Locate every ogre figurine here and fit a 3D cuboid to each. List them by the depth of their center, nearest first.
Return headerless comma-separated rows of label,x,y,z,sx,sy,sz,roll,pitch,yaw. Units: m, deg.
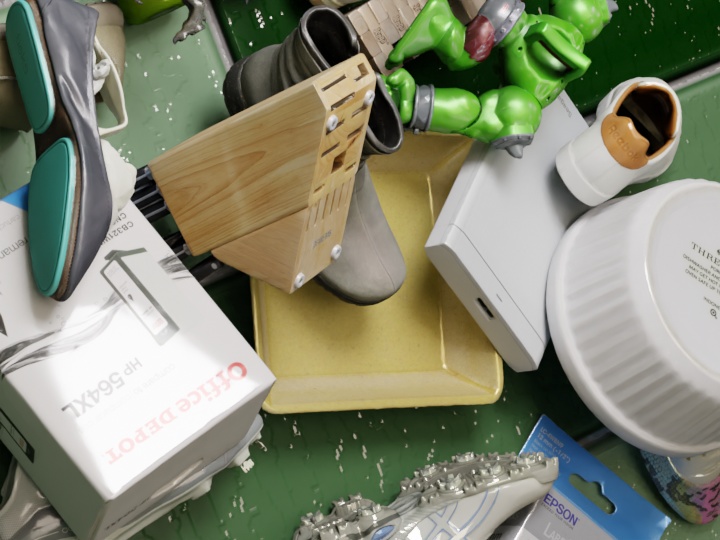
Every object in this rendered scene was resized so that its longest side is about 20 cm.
ogre figurine,0.099,-0.164,1.509,0.120,0.098,0.201,35,54,-4

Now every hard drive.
hard drive,0.121,-0.045,1.564,0.132,0.027,0.201,52,46,-30

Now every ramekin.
ramekin,0.240,0.027,1.550,0.201,0.094,0.204,13,64,-27

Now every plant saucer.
plant saucer,0.000,0.000,1.518,0.199,0.048,0.202,0,81,-30

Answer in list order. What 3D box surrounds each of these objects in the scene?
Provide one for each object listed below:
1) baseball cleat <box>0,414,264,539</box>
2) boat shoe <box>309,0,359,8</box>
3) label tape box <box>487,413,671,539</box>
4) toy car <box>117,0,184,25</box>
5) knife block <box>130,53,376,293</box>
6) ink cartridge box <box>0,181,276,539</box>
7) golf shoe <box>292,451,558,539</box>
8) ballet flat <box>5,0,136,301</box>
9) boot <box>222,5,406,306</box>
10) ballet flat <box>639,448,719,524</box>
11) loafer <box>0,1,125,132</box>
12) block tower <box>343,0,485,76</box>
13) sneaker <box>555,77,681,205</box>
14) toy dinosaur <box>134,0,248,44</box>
baseball cleat,-0.154,0.124,1.397,0.200,0.070,0.107,-36,94,-33
boat shoe,-0.024,-0.290,1.527,0.072,0.065,0.202,-11,88,-60
label tape box,0.152,0.224,1.559,0.143,0.066,0.201,40,66,-18
toy car,-0.099,-0.278,1.417,0.157,0.200,0.165,-26,95,-31
knife block,-0.092,-0.070,1.390,0.175,0.201,0.064,26,34,20
ink cartridge box,-0.172,0.047,1.354,0.146,0.084,0.200,-35,78,-30
golf shoe,0.053,0.190,1.500,0.199,0.078,0.098,-19,99,-14
ballet flat,-0.173,-0.078,1.328,0.073,0.073,0.202,0,70,-30
boot,-0.011,-0.070,1.419,0.068,0.130,0.201,-35,99,-29
ballet flat,0.239,0.100,1.625,0.069,0.071,0.201,-25,95,-32
loafer,-0.232,-0.122,1.388,0.199,0.076,0.069,-21,86,-31
block tower,0.055,-0.200,1.579,0.200,0.054,0.058,-37,101,-29
sneaker,0.218,-0.110,1.602,0.073,0.085,0.200,49,32,-2
toy dinosaur,-0.105,-0.203,1.375,0.089,0.199,0.047,62,32,-7
